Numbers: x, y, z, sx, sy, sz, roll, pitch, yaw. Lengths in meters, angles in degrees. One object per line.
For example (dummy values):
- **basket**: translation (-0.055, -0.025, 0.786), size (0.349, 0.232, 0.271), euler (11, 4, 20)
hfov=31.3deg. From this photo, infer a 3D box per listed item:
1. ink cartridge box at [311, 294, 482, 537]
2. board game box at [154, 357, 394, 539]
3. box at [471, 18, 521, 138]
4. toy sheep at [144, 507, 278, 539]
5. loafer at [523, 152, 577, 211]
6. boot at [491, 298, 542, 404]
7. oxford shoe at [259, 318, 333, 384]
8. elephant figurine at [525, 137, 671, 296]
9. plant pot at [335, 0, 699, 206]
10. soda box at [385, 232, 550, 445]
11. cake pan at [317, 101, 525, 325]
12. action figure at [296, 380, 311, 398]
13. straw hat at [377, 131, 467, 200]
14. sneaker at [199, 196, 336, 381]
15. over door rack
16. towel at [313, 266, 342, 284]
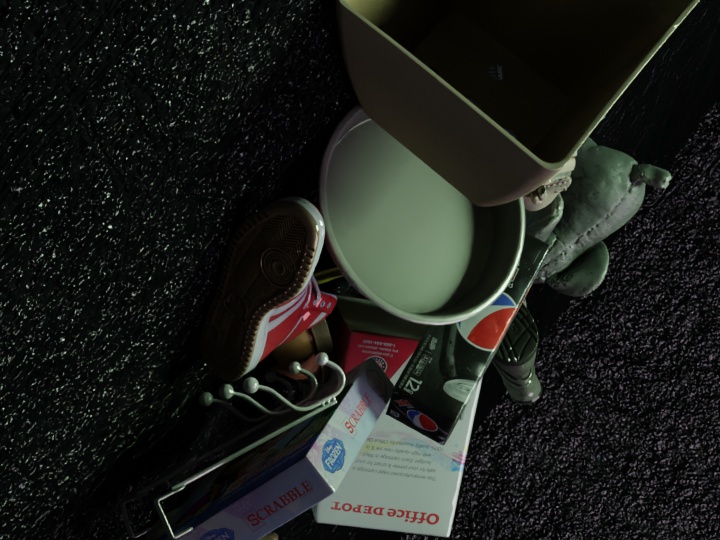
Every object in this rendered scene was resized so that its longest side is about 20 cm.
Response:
- **ink cartridge box**: translation (0.029, 0.147, 1.316), size (0.145, 0.144, 0.202), euler (-123, -137, -75)
- **board game box**: translation (-0.078, 0.176, 1.122), size (0.199, 0.041, 0.200), euler (-35, -174, 23)
- **box**: translation (0.164, -0.200, 1.184), size (0.200, 0.051, 0.160), euler (-28, 114, -54)
- **toy sheep**: translation (-0.159, 0.297, 1.277), size (0.139, 0.137, 0.200), euler (-55, 172, 5)
- **loafer**: translation (0.169, -0.085, 1.213), size (0.200, 0.071, 0.064), euler (-52, 135, -80)
- **boot**: translation (0.129, 0.031, 1.296), size (0.067, 0.202, 0.131), euler (-18, 154, 1)
- **oxford shoe**: translation (-0.068, 0.073, 1.239), size (0.071, 0.072, 0.200), euler (-19, 164, -6)
- **elephant figurine**: translation (0.207, -0.038, 1.365), size (0.201, 0.141, 0.155), euler (-55, 171, -10)
- **plant pot**: translation (0.102, -0.167, 0.984), size (0.200, 0.199, 0.177), euler (-49, 174, -20)
- **soda box**: translation (0.098, 0.053, 1.166), size (0.201, 0.063, 0.071), euler (-59, 171, -24)
- **cake pan**: translation (0.047, -0.052, 1.075), size (0.200, 0.201, 0.037), euler (-46, -168, -29)
- **action figure**: translation (-0.010, 0.137, 1.436), size (0.201, 0.118, 0.102), euler (-58, 172, 35)
- **straw hat**: translation (0.082, -0.078, 1.179), size (0.201, 0.084, 0.203), euler (15, 90, -71)
- **sneaker**: translation (-0.057, -0.001, 1.055), size (0.112, 0.071, 0.201), euler (-33, 162, -45)
- **over door rack**: translation (-0.119, 0.142, 1.100), size (0.200, 0.067, 0.148), euler (-39, -174, -24)
- **towel**: translation (0.000, 0.000, 1.255), size (0.085, 0.018, 0.200), euler (-18, 178, 21)
